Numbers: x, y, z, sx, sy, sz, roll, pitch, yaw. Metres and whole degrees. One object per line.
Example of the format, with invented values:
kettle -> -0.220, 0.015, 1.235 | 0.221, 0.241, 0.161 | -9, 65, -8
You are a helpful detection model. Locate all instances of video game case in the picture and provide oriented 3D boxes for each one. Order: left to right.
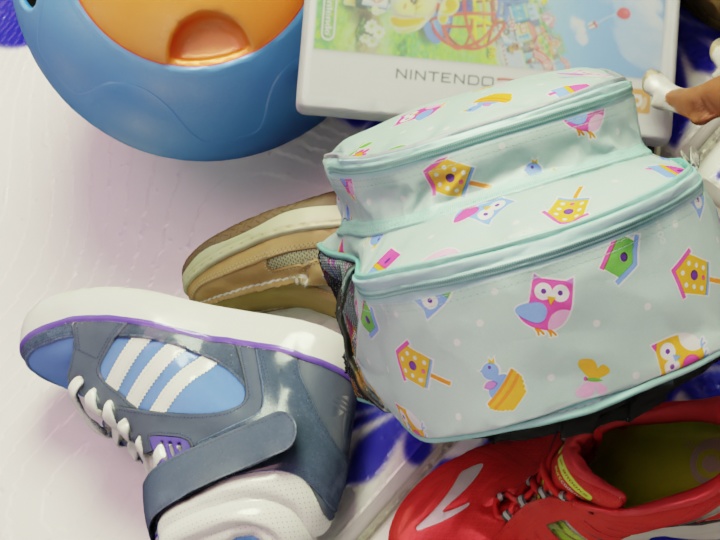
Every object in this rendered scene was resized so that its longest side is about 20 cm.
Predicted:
video game case -> 0.066, -0.167, 1.187 | 0.181, 0.022, 0.202 | 5, 84, -5

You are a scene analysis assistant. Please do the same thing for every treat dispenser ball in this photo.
treat dispenser ball -> -0.080, -0.157, 1.271 | 0.200, 0.201, 0.202 | -12, 59, 21

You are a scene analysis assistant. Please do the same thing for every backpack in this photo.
backpack -> 0.072, -0.004, 1.080 | 0.175, 0.154, 0.200 | -16, 16, -6

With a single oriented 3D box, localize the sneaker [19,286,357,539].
sneaker -> -0.101, 0.093, 1.221 | 0.199, 0.081, 0.147 | 5, 63, 24

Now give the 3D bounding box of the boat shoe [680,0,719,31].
boat shoe -> 0.145, -0.204, 1.266 | 0.065, 0.073, 0.200 | -38, 63, -2

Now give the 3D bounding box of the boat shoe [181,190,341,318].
boat shoe -> 0.000, 0.000, 1.229 | 0.199, 0.072, 0.077 | -19, 77, 27

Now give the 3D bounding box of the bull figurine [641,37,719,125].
bull figurine -> 0.209, -0.146, 1.140 | 0.121, 0.065, 0.201 | 8, 74, 52

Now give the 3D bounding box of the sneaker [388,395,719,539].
sneaker -> 0.097, 0.092, 1.110 | 0.199, 0.085, 0.078 | -19, 67, 18

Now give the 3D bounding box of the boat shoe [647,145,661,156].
boat shoe -> 0.096, -0.111, 1.242 | 0.074, 0.062, 0.201 | -24, 57, 12
